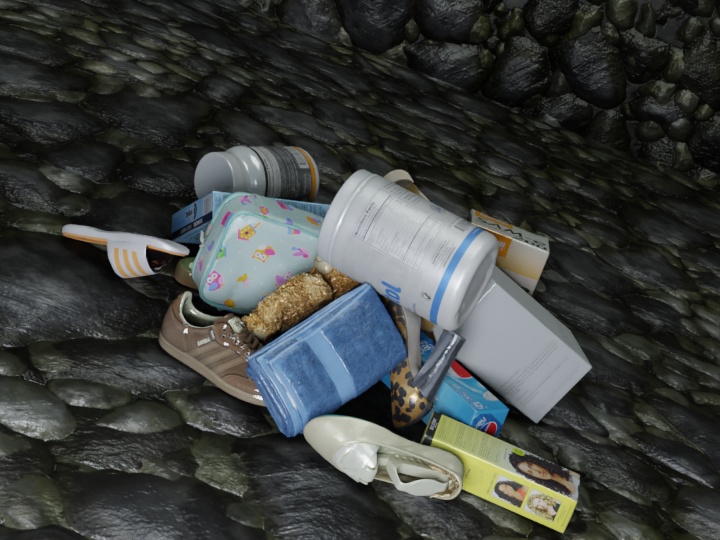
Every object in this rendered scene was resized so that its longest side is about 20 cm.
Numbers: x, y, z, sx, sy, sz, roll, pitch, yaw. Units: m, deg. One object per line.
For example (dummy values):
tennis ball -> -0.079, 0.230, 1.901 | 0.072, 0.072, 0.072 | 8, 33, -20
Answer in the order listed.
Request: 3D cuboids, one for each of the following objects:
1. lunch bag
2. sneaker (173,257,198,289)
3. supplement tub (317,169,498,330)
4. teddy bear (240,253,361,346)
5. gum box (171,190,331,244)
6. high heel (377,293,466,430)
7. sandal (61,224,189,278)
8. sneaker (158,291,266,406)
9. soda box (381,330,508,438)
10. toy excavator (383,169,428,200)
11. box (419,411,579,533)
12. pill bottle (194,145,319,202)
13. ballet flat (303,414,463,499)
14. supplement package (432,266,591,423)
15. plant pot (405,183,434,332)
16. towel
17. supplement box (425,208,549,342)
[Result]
lunch bag -> -0.129, -0.011, 1.724 | 0.198, 0.162, 0.077 | 16, 25, -28
sneaker -> -0.164, -0.018, 1.798 | 0.198, 0.091, 0.067 | 7, 25, -32
supplement tub -> 0.060, -0.026, 1.572 | 0.198, 0.134, 0.132 | 28, 21, 17
teddy bear -> -0.086, 0.035, 1.637 | 0.067, 0.198, 0.145 | 58, -2, 6
gum box -> -0.156, -0.069, 1.854 | 0.197, 0.045, 0.169 | 6, -12, -27
high heel -> 0.033, 0.108, 1.632 | 0.199, 0.144, 0.071 | 31, 1, 45
sandal -> -0.320, -0.020, 1.715 | 0.204, 0.060, 0.079 | 8, -4, 29
sneaker -> -0.157, 0.097, 1.541 | 0.198, 0.077, 0.070 | 26, 21, 13
soda box -> 0.102, 0.156, 1.655 | 0.063, 0.069, 0.200 | 2, 28, -40
toy excavator -> 0.095, -0.042, 1.949 | 0.192, 0.203, 0.100 | 13, 21, -20
box -> 0.165, 0.242, 1.529 | 0.197, 0.051, 0.075 | 22, 21, 4
pill bottle -> -0.170, -0.146, 2.075 | 0.116, 0.118, 0.198 | 34, 25, 33
ballet flat -> 0.029, 0.219, 1.444 | 0.197, 0.070, 0.070 | 16, 21, -13
supplement package -> 0.202, 0.091, 1.750 | 0.199, 0.117, 0.118 | 39, 14, -21
plant pot -> 0.071, -0.016, 1.728 | 0.027, 0.203, 0.201 | -6, 25, -7
towel -> -0.036, 0.106, 1.518 | 0.199, 0.048, 0.113 | -32, 90, -33
supplement box -> 0.184, 0.030, 1.857 | 0.124, 0.203, 0.074 | 19, 20, -1
